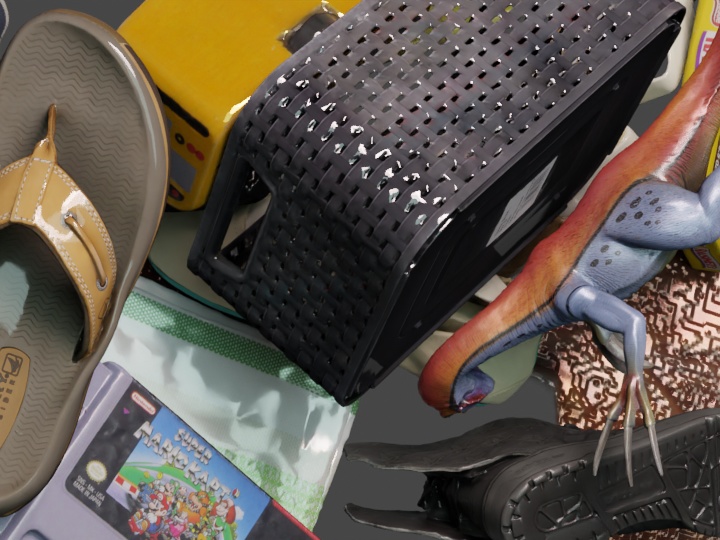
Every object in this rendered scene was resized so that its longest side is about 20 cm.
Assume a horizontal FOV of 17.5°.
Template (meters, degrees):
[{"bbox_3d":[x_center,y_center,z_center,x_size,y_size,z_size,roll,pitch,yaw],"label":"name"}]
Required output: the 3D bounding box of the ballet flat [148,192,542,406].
[{"bbox_3d":[0.000,0.000,1.065,0.199,0.069,0.070,21,76,-21],"label":"ballet flat"}]

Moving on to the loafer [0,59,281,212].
[{"bbox_3d":[-0.125,-0.052,0.995,0.199,0.070,0.069,0,92,-40],"label":"loafer"}]

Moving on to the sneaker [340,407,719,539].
[{"bbox_3d":[0.099,0.093,1.076,0.198,0.104,0.061,-8,101,-25],"label":"sneaker"}]

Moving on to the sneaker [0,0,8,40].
[{"bbox_3d":[-0.241,-0.124,0.976,0.146,0.077,0.203,-44,109,-9],"label":"sneaker"}]

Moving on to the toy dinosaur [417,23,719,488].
[{"bbox_3d":[0.103,-0.007,1.038,0.180,0.105,0.202,-14,88,-3],"label":"toy dinosaur"}]

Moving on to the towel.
[{"bbox_3d":[-0.097,0.113,1.040,0.148,0.031,0.201,24,77,-14],"label":"towel"}]

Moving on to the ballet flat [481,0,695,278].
[{"bbox_3d":[0.116,-0.083,1.116,0.068,0.072,0.201,45,65,-40],"label":"ballet flat"}]

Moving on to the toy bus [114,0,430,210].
[{"bbox_3d":[-0.022,-0.113,0.982,0.065,0.079,0.200,39,53,13],"label":"toy bus"}]

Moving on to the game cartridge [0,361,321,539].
[{"bbox_3d":[-0.094,0.131,0.986,0.200,0.038,0.130,43,73,-25],"label":"game cartridge"}]

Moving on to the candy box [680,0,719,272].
[{"bbox_3d":[0.183,-0.109,1.140,0.026,0.102,0.202,9,78,17],"label":"candy box"}]

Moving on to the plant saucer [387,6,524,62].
[{"bbox_3d":[-0.001,-0.190,1.060,0.198,0.048,0.201,-20,130,-22],"label":"plant saucer"}]

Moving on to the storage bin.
[{"bbox_3d":[0.033,-0.055,0.984,0.094,0.136,0.200,41,54,12],"label":"storage bin"}]

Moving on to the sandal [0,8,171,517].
[{"bbox_3d":[-0.130,-0.001,0.903,0.081,0.055,0.202,20,92,9],"label":"sandal"}]
